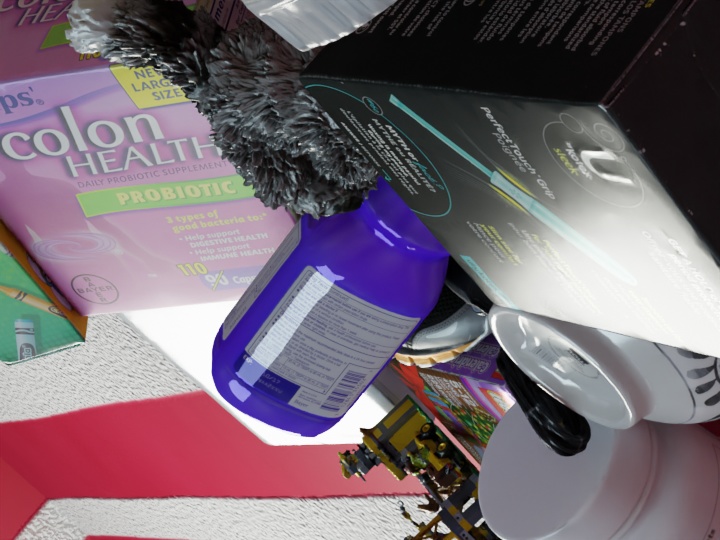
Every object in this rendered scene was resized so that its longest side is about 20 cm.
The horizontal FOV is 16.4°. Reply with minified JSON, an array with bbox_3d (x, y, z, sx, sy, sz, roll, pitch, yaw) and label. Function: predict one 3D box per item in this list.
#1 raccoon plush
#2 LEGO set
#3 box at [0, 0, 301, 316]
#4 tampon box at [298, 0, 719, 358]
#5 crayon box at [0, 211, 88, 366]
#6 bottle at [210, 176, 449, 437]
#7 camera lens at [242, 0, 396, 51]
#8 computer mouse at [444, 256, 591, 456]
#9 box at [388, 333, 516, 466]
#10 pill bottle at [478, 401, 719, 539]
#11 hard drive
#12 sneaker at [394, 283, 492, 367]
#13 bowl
[{"bbox_3d":[-0.032,-0.089,1.172,0.199,0.097,0.134,11,164,-20],"label":"raccoon plush"},{"bbox_3d":[0.051,0.184,1.517,0.154,0.116,0.200,47,180,44],"label":"LEGO set"},{"bbox_3d":[-0.115,-0.076,1.359,0.175,0.097,0.200,-6,140,26],"label":"box"},{"bbox_3d":[0.107,-0.064,0.972,0.150,0.126,0.200,49,161,-29],"label":"tampon box"},{"bbox_3d":[-0.222,-0.053,1.421,0.058,0.119,0.200,-16,137,19],"label":"crayon box"},{"bbox_3d":[0.000,0.000,1.304,0.083,0.200,0.065,25,-146,-20],"label":"bottle"},{"bbox_3d":[-0.037,-0.199,0.880,0.200,0.160,0.160,44,163,-15],"label":"camera lens"},{"bbox_3d":[0.074,0.032,1.294,0.059,0.034,0.200,30,-156,-29],"label":"computer mouse"},{"bbox_3d":[0.114,0.109,1.443,0.200,0.039,0.137,48,162,-25],"label":"box"},{"bbox_3d":[0.162,0.137,1.320,0.200,0.114,0.113,33,170,-34],"label":"pill bottle"},{"bbox_3d":[-0.059,0.049,1.526,0.132,0.027,0.200,-4,148,35],"label":"hard drive"},{"bbox_3d":[0.011,-0.008,1.426,0.200,0.078,0.077,23,152,48],"label":"sneaker"},{"bbox_3d":[0.123,0.012,1.198,0.201,0.094,0.201,37,163,13],"label":"bowl"}]
